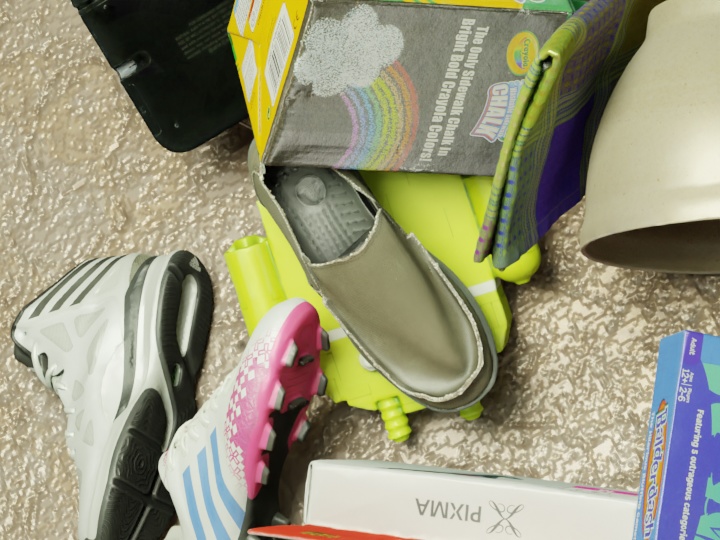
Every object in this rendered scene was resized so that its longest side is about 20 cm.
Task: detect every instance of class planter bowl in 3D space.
[{"bbox_3d":[0.218,-0.078,1.429,0.199,0.200,0.136,-3,81,21],"label":"planter bowl"}]

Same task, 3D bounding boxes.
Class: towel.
[{"bbox_3d":[0.126,-0.091,1.456,0.023,0.200,0.144,25,120,18],"label":"towel"}]

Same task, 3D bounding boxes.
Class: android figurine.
[{"bbox_3d":[0.015,-0.001,1.549,0.181,0.041,0.201,-16,94,10],"label":"android figurine"}]

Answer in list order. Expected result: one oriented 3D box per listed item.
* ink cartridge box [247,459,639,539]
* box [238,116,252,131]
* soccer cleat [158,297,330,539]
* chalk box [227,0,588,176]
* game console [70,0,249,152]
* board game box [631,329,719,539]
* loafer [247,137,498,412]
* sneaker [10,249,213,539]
[{"bbox_3d":[0.061,0.135,1.456,0.199,0.173,0.044,5,87,22],"label":"ink cartridge box"},{"bbox_3d":[-0.005,-0.169,1.618,0.100,0.075,0.201,25,88,24],"label":"box"},{"bbox_3d":[-0.078,0.100,1.541,0.086,0.070,0.201,23,116,22],"label":"soccer cleat"},{"bbox_3d":[0.041,-0.137,1.473,0.199,0.125,0.124,2,43,-19],"label":"chalk box"},{"bbox_3d":[-0.069,-0.198,1.603,0.199,0.116,0.176,-30,97,13],"label":"game console"},{"bbox_3d":[0.248,0.126,1.403,0.199,0.045,0.153,11,79,-11],"label":"board game box"},{"bbox_3d":[0.000,0.000,1.494,0.075,0.070,0.200,-41,87,11],"label":"loafer"},{"bbox_3d":[-0.164,0.085,1.625,0.115,0.076,0.201,0,68,30],"label":"sneaker"}]
